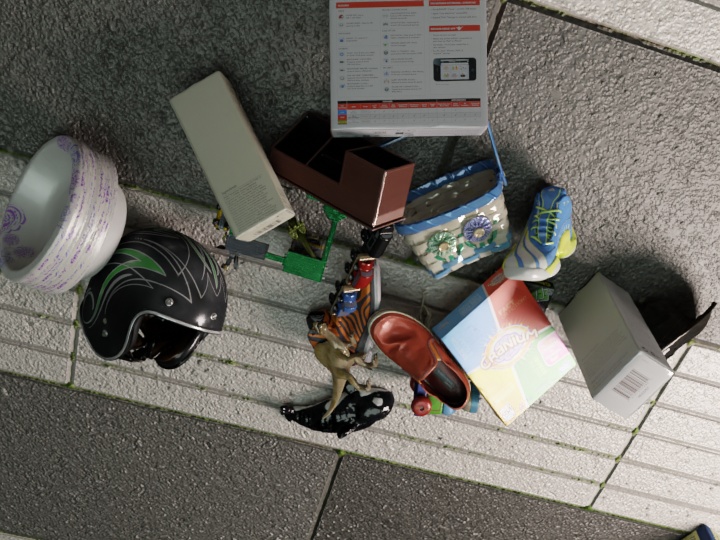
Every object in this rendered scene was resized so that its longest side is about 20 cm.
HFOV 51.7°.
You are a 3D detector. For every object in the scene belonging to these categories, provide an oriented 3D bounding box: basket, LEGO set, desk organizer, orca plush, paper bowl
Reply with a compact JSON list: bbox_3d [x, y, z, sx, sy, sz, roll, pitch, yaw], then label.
[{"bbox_3d":[0.118,-0.108,1.007,0.173,0.140,0.203,-24,108,14],"label":"basket"},{"bbox_3d":[-0.109,-0.065,1.073,0.194,0.116,0.159,8,93,-5],"label":"LEGO set"},{"bbox_3d":[-0.029,-0.135,0.970,0.198,0.071,0.079,31,122,30],"label":"desk organizer"},{"bbox_3d":[-0.040,0.246,1.253,0.194,0.072,0.108,4,121,-1],"label":"orca plush"},{"bbox_3d":[-0.395,-0.068,1.006,0.200,0.204,0.103,-39,141,22],"label":"paper bowl"}]

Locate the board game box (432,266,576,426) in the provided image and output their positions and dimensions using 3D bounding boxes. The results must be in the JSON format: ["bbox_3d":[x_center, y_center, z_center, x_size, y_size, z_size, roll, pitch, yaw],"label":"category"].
[{"bbox_3d":[0.223,0.117,1.139,0.152,0.040,0.201,-40,114,-1],"label":"board game box"}]

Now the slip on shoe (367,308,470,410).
[{"bbox_3d":[0.091,0.132,1.101,0.200,0.061,0.074,44,96,-10],"label":"slip on shoe"}]

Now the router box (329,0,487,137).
[{"bbox_3d":[0.059,-0.262,0.922,0.194,0.049,0.185,0,90,1],"label":"router box"}]

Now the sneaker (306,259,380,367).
[{"bbox_3d":[-0.028,0.066,1.146,0.109,0.078,0.205,6,120,-4],"label":"sneaker"}]

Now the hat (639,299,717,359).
[{"bbox_3d":[0.455,0.103,1.153,0.198,0.081,0.203,-34,153,-20],"label":"hat"}]

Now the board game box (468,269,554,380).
[{"bbox_3d":[0.229,0.098,1.194,0.102,0.024,0.204,12,120,-4],"label":"board game box"}]

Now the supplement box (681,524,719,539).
[{"bbox_3d":[0.670,0.641,1.438,0.198,0.135,0.200,36,115,-19],"label":"supplement box"}]

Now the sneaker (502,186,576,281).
[{"bbox_3d":[0.245,-0.056,1.023,0.074,0.199,0.108,2,107,29],"label":"sneaker"}]

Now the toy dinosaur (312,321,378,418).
[{"bbox_3d":[-0.026,0.148,1.151,0.099,0.059,0.204,9,128,21],"label":"toy dinosaur"}]

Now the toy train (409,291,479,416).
[{"bbox_3d":[0.142,0.135,1.177,0.112,0.085,0.205,5,111,0],"label":"toy train"}]

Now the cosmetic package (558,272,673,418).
[{"bbox_3d":[0.368,0.105,1.092,0.073,0.202,0.102,29,118,-16],"label":"cosmetic package"}]

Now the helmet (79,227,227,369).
[{"bbox_3d":[-0.286,0.036,1.063,0.190,0.201,0.200,-42,112,13],"label":"helmet"}]

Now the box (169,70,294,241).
[{"bbox_3d":[-0.166,-0.146,0.971,0.081,0.068,0.204,-26,86,5],"label":"box"}]

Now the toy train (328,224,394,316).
[{"bbox_3d":[0.000,0.000,1.036,0.033,0.046,0.202,-8,143,-33],"label":"toy train"}]
